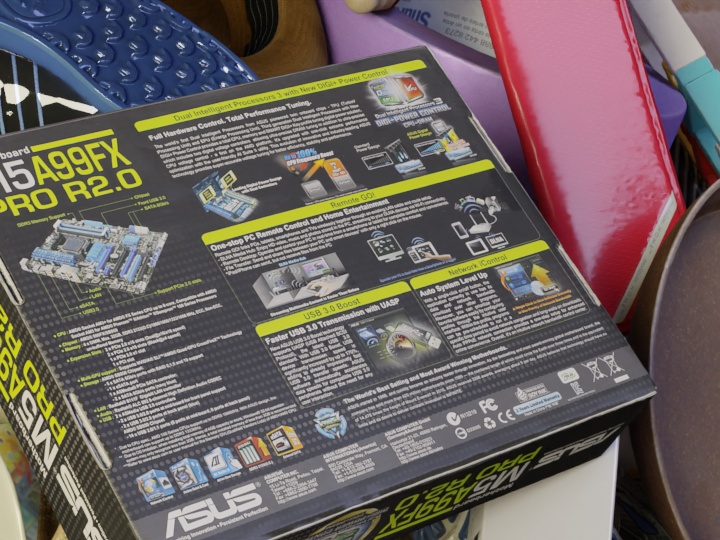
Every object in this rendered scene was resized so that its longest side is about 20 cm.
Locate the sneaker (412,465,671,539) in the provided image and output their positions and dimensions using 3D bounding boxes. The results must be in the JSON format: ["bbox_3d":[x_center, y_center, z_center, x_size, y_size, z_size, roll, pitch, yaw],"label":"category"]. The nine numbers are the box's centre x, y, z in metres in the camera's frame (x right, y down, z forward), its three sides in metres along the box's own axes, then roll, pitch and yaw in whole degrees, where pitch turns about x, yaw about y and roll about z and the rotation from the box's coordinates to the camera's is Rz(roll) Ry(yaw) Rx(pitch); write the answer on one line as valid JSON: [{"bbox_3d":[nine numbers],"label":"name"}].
[{"bbox_3d":[0.091,0.119,0.810,0.200,0.077,0.085,38,21,-28],"label":"sneaker"}]

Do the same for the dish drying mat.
[{"bbox_3d":[0.101,-0.071,0.824,0.076,0.018,0.201,-11,83,-27],"label":"dish drying mat"}]

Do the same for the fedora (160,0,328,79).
[{"bbox_3d":[-0.105,-0.124,0.825,0.200,0.082,0.201,31,34,-24],"label":"fedora"}]

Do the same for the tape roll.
[{"bbox_3d":[0.059,-0.092,0.929,0.199,0.066,0.200,18,19,-7],"label":"tape roll"}]

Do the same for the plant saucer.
[{"bbox_3d":[0.177,0.053,0.817,0.200,0.034,0.201,6,81,-42],"label":"plant saucer"}]

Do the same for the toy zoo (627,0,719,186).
[{"bbox_3d":[0.186,-0.076,0.991,0.201,0.020,0.131,63,4,25],"label":"toy zoo"}]

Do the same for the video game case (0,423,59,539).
[{"bbox_3d":[-0.103,0.069,0.665,0.182,0.022,0.200,53,31,10],"label":"video game case"}]

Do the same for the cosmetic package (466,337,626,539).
[{"bbox_3d":[0.060,0.128,0.665,0.050,0.083,0.201,6,63,5],"label":"cosmetic package"}]

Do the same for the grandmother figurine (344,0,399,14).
[{"bbox_3d":[-0.012,-0.166,0.856,0.200,0.060,0.122,9,67,-50],"label":"grandmother figurine"}]

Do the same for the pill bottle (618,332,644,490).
[{"bbox_3d":[0.152,0.058,0.900,0.199,0.112,0.113,24,37,-32],"label":"pill bottle"}]

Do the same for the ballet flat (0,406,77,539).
[{"bbox_3d":[-0.099,0.039,0.626,0.065,0.071,0.201,9,42,-25],"label":"ballet flat"}]

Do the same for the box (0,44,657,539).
[{"bbox_3d":[-0.023,0.013,0.611,0.199,0.044,0.161,-17,63,-34],"label":"box"}]

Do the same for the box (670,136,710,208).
[{"bbox_3d":[0.197,-0.020,1.085,0.082,0.068,0.201,12,45,-42],"label":"box"}]

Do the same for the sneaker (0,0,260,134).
[{"bbox_3d":[-0.130,-0.072,0.705,0.199,0.078,0.070,25,43,-10],"label":"sneaker"}]
